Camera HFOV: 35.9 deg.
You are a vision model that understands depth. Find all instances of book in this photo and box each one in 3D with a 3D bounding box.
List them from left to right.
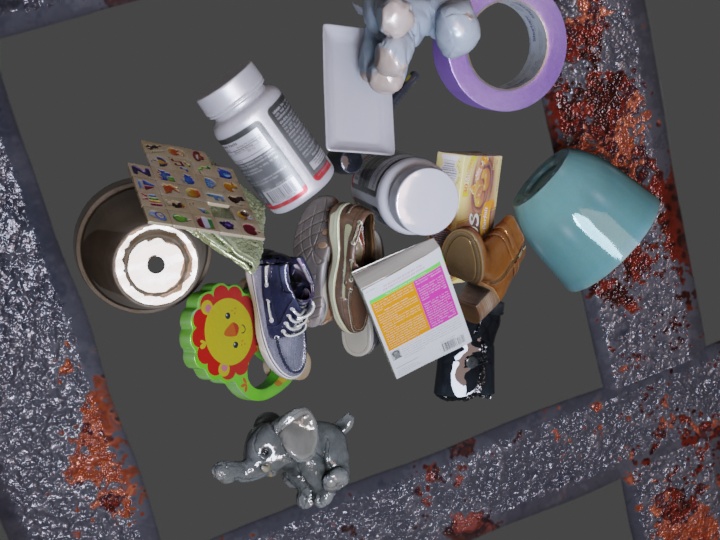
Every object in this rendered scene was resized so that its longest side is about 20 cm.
[{"bbox_3d":[0.082,0.060,1.659,0.133,0.048,0.200,-25,129,-4],"label":"book"}]

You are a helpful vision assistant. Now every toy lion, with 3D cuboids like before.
[{"bbox_3d":[-0.177,0.105,1.635,0.192,0.069,0.201,-35,114,-43],"label":"toy lion"}]

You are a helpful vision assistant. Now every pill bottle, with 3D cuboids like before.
[{"bbox_3d":[-0.138,-0.192,1.600,0.114,0.114,0.200,-38,110,-7],"label":"pill bottle"},{"bbox_3d":[0.066,-0.114,1.643,0.114,0.200,0.114,-4,103,-17],"label":"pill bottle"}]

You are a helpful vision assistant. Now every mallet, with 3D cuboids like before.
[{"bbox_3d":[0.019,-0.225,1.698,0.041,0.066,0.200,43,72,-22],"label":"mallet"}]

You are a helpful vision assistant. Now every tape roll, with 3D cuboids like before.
[{"bbox_3d":[0.215,-0.348,1.715,0.199,0.066,0.201,-4,102,-16],"label":"tape roll"}]

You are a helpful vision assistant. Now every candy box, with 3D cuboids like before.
[{"bbox_3d":[0.159,-0.083,1.730,0.115,0.055,0.201,-6,107,-52],"label":"candy box"}]

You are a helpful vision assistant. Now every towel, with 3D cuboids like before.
[{"bbox_3d":[-0.194,-0.084,1.574,0.148,0.200,0.036,38,112,-22],"label":"towel"}]

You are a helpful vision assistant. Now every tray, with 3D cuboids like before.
[{"bbox_3d":[-0.006,-0.265,1.649,0.107,0.022,0.201,2,76,-18],"label":"tray"}]

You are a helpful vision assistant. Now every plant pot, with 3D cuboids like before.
[{"bbox_3d":[-0.298,-0.024,1.561,0.199,0.174,0.201,-3,102,-16],"label":"plant pot"},{"bbox_3d":[0.337,-0.093,1.744,0.161,0.201,0.201,41,87,-9],"label":"plant pot"}]

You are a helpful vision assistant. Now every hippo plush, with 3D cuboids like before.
[{"bbox_3d":[0.085,-0.342,1.606,0.160,0.200,0.160,-3,127,-14],"label":"hippo plush"}]

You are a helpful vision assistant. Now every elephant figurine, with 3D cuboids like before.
[{"bbox_3d":[-0.114,0.268,1.695,0.141,0.155,0.200,-42,121,18],"label":"elephant figurine"}]

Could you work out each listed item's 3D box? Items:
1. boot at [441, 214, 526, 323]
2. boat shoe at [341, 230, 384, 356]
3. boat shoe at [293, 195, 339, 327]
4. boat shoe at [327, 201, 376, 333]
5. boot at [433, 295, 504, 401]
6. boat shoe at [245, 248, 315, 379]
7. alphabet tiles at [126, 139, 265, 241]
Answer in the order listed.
[{"bbox_3d":[0.194,-0.034,1.687,0.155,0.074,0.200,-50,149,-28],"label":"boot"},{"bbox_3d":[0.010,0.032,1.743,0.063,0.072,0.201,-5,100,-61],"label":"boat shoe"},{"bbox_3d":[-0.057,-0.014,1.702,0.072,0.076,0.201,4,95,-52],"label":"boat shoe"},{"bbox_3d":[-0.004,0.002,1.652,0.075,0.075,0.203,-28,119,-48],"label":"boat shoe"},{"bbox_3d":[0.136,0.125,1.781,0.200,0.076,0.169,5,96,-25],"label":"boot"},{"bbox_3d":[-0.103,0.067,1.603,0.075,0.093,0.201,-28,110,-37],"label":"boat shoe"},{"bbox_3d":[-0.232,-0.113,1.511,0.167,0.200,0.008,8,125,-32],"label":"alphabet tiles"}]
